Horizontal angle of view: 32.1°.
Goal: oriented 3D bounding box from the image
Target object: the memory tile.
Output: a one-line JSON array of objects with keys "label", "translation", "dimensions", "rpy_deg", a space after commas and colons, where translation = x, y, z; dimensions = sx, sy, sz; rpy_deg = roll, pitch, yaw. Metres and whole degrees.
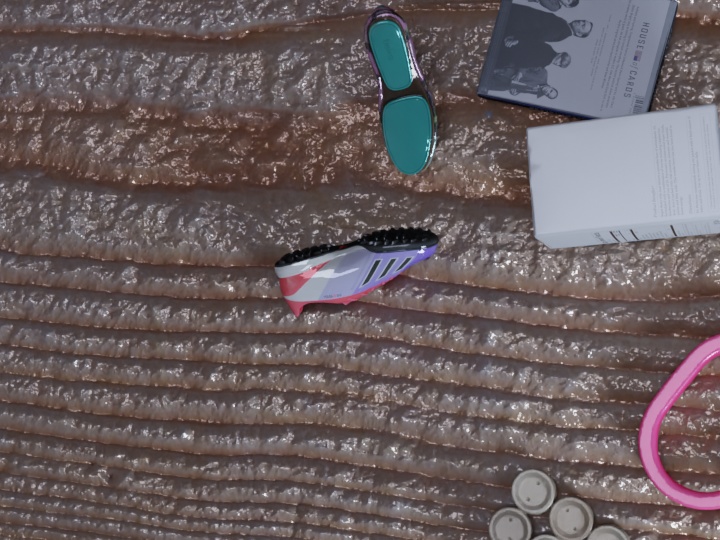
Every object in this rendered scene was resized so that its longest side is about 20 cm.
[{"label": "memory tile", "translation": [0.193, 0.337, 1.379], "dimensions": [0.153, 0.017, 0.201], "rpy_deg": [34, 94, 18]}]

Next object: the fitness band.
[{"label": "fitness band", "translation": [0.385, 0.160, 1.327], "dimensions": [0.143, 0.037, 0.201], "rpy_deg": [39, 95, 18]}]

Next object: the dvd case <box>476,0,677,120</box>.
[{"label": "dvd case", "translation": [0.246, -0.252, 1.428], "dimensions": [0.198, 0.025, 0.152], "rpy_deg": [15, 88, 18]}]

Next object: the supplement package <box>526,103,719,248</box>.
[{"label": "supplement package", "translation": [0.288, -0.097, 1.345], "dimensions": [0.198, 0.120, 0.123], "rpy_deg": [-5, 83, 17]}]

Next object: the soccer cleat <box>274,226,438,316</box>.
[{"label": "soccer cleat", "translation": [0.000, 0.000, 1.464], "dimensions": [0.198, 0.068, 0.074], "rpy_deg": [-12, 103, 12]}]

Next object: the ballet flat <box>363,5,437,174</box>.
[{"label": "ballet flat", "translation": [0.049, -0.213, 1.451], "dimensions": [0.068, 0.071, 0.202], "rpy_deg": [-9, 117, 14]}]
